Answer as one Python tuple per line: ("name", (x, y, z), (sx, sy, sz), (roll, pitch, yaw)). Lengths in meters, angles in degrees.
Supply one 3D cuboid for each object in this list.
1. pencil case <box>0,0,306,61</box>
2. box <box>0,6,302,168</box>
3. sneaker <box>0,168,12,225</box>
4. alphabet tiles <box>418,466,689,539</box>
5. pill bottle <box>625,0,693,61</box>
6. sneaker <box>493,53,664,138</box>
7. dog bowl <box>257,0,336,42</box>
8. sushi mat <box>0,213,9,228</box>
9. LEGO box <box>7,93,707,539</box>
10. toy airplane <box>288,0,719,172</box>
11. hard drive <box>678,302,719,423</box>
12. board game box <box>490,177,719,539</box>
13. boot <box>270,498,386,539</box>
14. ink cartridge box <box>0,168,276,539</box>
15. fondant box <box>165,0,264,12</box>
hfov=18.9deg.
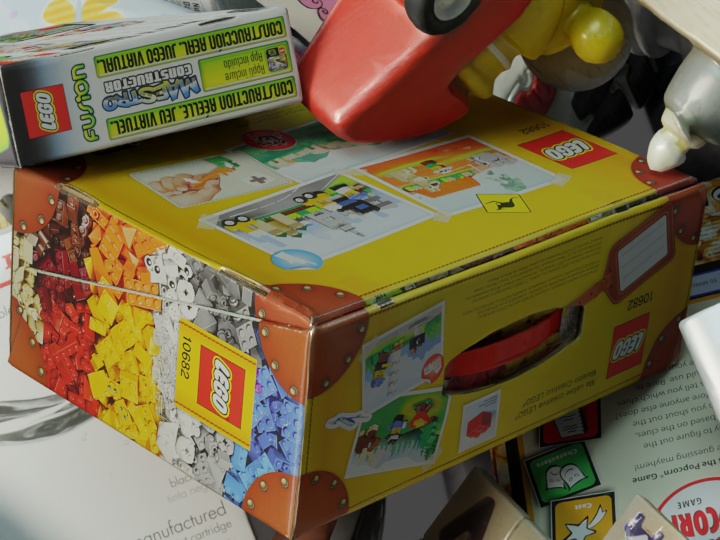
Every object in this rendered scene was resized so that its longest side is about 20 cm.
("pencil case", (-0.112, -0.087, 1.015), (0.199, 0.091, 0.083), (17, 66, 33))
("box", (-0.117, -0.069, 0.806), (0.110, 0.035, 0.200), (-16, 12, -28))
("sneaker", (-0.117, 0.000, 0.918), (0.074, 0.116, 0.200), (-29, 44, -8))
("alphabet tiles", (0.061, 0.157, 0.711), (0.167, 0.008, 0.200), (-54, 42, 8))
("pill bottle", (0.193, -0.108, 0.859), (0.199, 0.120, 0.120), (20, 58, 22))
("sneaker", (0.061, -0.081, 0.950), (0.083, 0.081, 0.200), (10, 49, 46))
("dog bowl", (0.048, -0.158, 0.968), (0.200, 0.074, 0.200), (-37, 8, 6))
("sushi mat", (-0.221, -0.060, 1.092), (0.095, 0.012, 0.200), (-25, 44, -1))
("LEGO box", (0.000, 0.000, 0.760), (0.149, 0.077, 0.200), (27, 32, 38))
("toy airplane", (0.080, -0.127, 0.791), (0.198, 0.141, 0.201), (-2, 56, 13))
("hard drive", (0.202, 0.082, 0.702), (0.132, 0.025, 0.201), (-23, 69, 7))
("board game box", (0.123, 0.054, 0.811), (0.151, 0.046, 0.200), (-14, 45, 10))
("boot", (-0.108, 0.110, 0.772), (0.200, 0.068, 0.189), (30, 95, 15))
("ink cartridge box", (-0.117, 0.044, 0.838), (0.115, 0.067, 0.201), (-22, 78, 3))
("fondant box", (-0.112, -0.178, 1.119), (0.199, 0.058, 0.144), (14, 52, 29))
